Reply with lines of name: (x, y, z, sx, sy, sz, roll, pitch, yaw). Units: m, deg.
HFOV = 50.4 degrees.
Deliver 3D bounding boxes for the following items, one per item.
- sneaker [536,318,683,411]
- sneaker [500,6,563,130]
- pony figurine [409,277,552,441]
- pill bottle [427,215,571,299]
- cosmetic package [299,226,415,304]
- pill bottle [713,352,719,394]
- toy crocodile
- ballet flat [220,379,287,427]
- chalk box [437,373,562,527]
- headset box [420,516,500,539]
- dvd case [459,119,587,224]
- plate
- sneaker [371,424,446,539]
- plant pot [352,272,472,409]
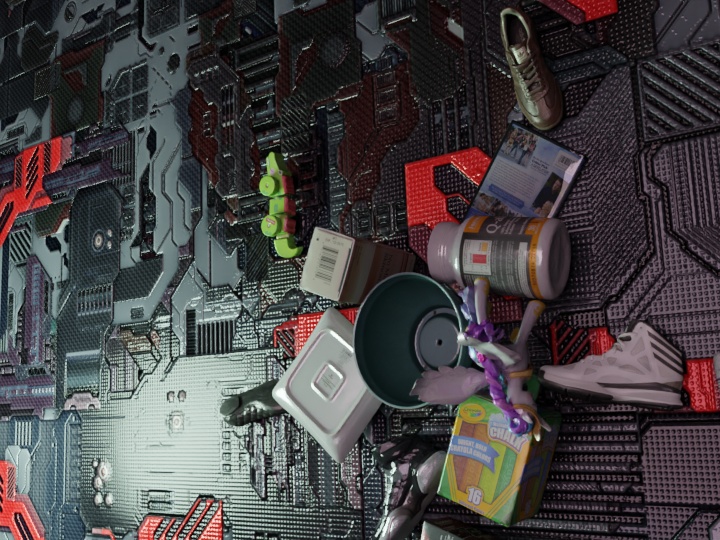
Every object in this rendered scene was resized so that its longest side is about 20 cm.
sneaker: (0.351, 0.125, 1.076, 0.195, 0.076, 0.119, 6, 77, 17)
sneaker: (0.256, -0.317, 1.197, 0.069, 0.075, 0.205, -25, 70, 29)
pony figurine: (0.179, 0.116, 1.041, 0.167, 0.189, 0.204, -47, 29, 47)
pill bottle: (0.206, -0.022, 1.150, 0.196, 0.115, 0.120, 5, 86, 34)
cosmetic package: (0.000, 0.000, 1.261, 0.086, 0.198, 0.106, 17, 95, 33)
pill bottle: (0.507, 0.195, 0.936, 0.109, 0.110, 0.206, -13, 76, 32)
toy crocodile: (-0.149, -0.125, 1.461, 0.060, 0.067, 0.206, -9, 81, 27)
ballet flat: (-0.180, 0.252, 1.454, 0.196, 0.057, 0.068, -17, 53, 26)
chalk box: (0.212, 0.247, 1.127, 0.122, 0.123, 0.206, 14, 92, 34)
headset box: (0.161, 0.474, 1.152, 0.197, 0.074, 0.153, 9, 88, 43)
dvd case: (0.250, -0.118, 1.211, 0.142, 0.017, 0.204, 34, 104, 33)
plate: (-0.050, 0.196, 1.351, 0.198, 0.032, 0.202, 37, 94, 32)
sneaker: (0.057, 0.354, 1.254, 0.113, 0.075, 0.203, 37, 99, 32)
plant pot: (0.103, 0.113, 1.213, 0.196, 0.133, 0.207, -6, 80, 34)
